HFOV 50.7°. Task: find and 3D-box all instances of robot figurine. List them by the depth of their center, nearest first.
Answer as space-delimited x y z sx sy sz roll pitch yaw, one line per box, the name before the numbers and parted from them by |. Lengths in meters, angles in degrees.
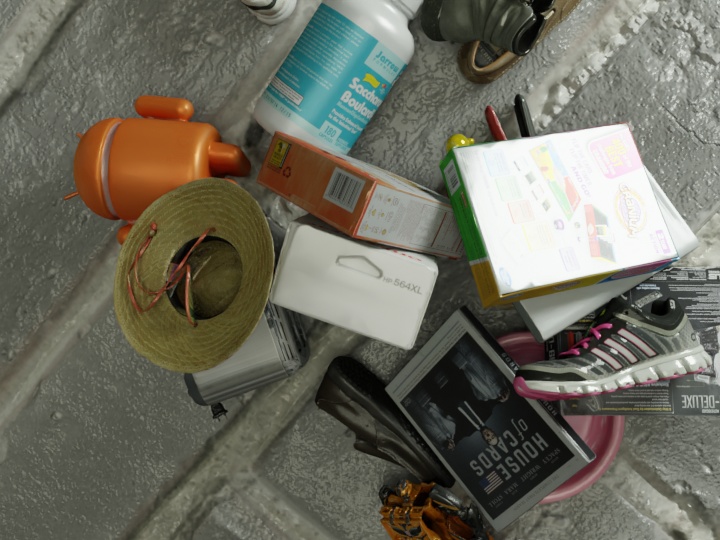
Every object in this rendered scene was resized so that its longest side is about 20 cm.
robot figurine | -0.224 -0.110 0.837 0.199 0.117 0.144 4 120 4
robot figurine | 0.102 0.314 0.862 0.200 0.058 0.145 48 143 -15

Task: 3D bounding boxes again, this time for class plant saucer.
plant saucer | 0.195 0.163 0.869 0.199 0.051 0.202 1 100 6

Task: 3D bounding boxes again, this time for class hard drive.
hard drive | 0.232 -0.031 0.786 0.199 0.026 0.132 -29 77 -11

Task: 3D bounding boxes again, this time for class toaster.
toaster | -0.139 0.062 0.855 0.129 0.114 0.201 -17 92 6

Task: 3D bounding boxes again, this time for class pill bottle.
pill bottle | -0.017 -0.215 0.799 0.111 0.111 0.200 35 101 0

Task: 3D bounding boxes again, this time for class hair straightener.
hair straightener | 0.207 -0.099 0.825 0.077 0.041 0.201 -23 89 2

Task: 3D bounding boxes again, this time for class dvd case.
dvd case | 0.130 0.159 0.811 0.200 0.025 0.150 50 126 18

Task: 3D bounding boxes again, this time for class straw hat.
straw hat | -0.144 0.010 0.756 0.200 0.085 0.202 -7 75 28

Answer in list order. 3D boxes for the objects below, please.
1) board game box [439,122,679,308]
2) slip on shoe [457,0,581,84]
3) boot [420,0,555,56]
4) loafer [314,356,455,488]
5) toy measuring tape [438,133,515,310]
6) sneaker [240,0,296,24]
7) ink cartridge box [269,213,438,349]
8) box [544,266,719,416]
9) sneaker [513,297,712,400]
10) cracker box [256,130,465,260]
board game box | 0.193 -0.057 0.741 0.199 0.040 0.154 -10 74 -16
slip on shoe | 0.178 -0.281 0.794 0.076 0.061 0.200 45 101 -2
boot | 0.150 -0.310 0.752 0.130 0.068 0.201 19 91 36
loafer | 0.028 0.186 0.886 0.200 0.073 0.071 43 112 1
toy measuring tape | 0.145 -0.058 0.832 0.073 0.074 0.201 -23 101 9
sneaker | -0.139 -0.360 0.806 0.074 0.080 0.200 -36 92 12
ink cartridge box | 0.000 0.000 0.786 0.145 0.200 0.085 19 100 3
box | 0.299 0.075 0.806 0.199 0.050 0.159 0 80 -3
sneaker | 0.239 0.074 0.743 0.199 0.074 0.088 -11 80 -8
cracker box | 0.014 -0.071 0.756 0.134 0.200 0.058 30 102 33
